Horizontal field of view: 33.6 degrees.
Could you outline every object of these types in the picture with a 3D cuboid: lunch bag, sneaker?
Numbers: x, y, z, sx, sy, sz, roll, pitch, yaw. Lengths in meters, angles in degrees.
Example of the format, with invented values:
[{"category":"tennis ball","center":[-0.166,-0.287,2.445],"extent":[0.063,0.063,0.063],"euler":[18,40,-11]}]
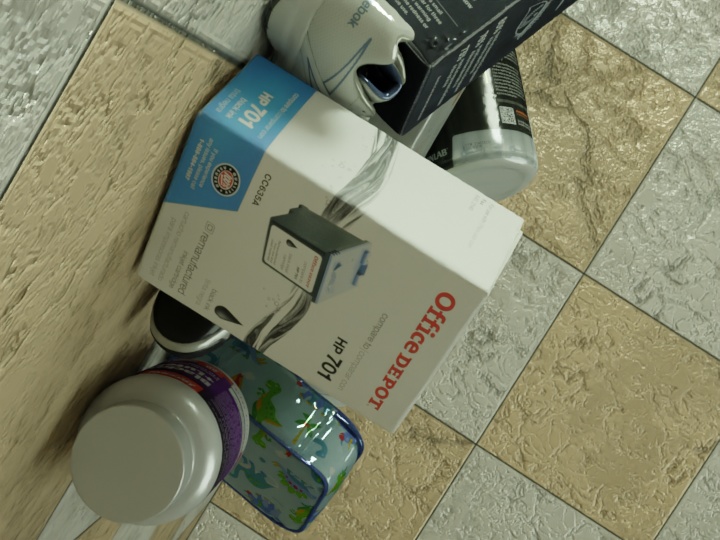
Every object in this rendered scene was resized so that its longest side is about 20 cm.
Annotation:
[{"category":"lunch bag","center":[-0.102,0.149,1.131],"extent":[0.083,0.199,0.161],"euler":[-46,170,-37]},{"category":"sneaker","center":[-0.095,-0.034,0.860],"extent":[0.201,0.071,0.083],"euler":[-58,154,-21]},{"category":"sneaker","center":[-0.018,-0.125,0.767],"extent":[0.075,0.087,0.200],"euler":[-51,176,-13]}]

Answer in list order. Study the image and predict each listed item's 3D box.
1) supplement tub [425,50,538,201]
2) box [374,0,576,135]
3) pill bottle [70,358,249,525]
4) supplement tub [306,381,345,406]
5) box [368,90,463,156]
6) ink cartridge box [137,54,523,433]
[{"category":"supplement tub","center":[0.098,-0.173,1.162],"extent":[0.123,0.121,0.202],"euler":[115,-32,-69]},{"category":"box","center":[0.079,-0.208,0.818],"extent":[0.199,0.105,0.148],"euler":[-38,175,-12]},{"category":"pill bottle","center":[-0.154,0.131,0.916],"extent":[0.112,0.111,0.200],"euler":[-58,178,3]},{"category":"supplement tub","center":[-0.028,0.028,1.210],"extent":[0.132,0.131,0.201],"euler":[-56,154,-36]},{"category":"box","center":[0.011,-0.132,0.999],"extent":[0.153,0.106,0.200],"euler":[-59,177,25]},{"category":"ink cartridge box","center":[-0.021,-0.014,0.748],"extent":[0.086,0.199,0.147],"euler":[-54,175,-50]}]
